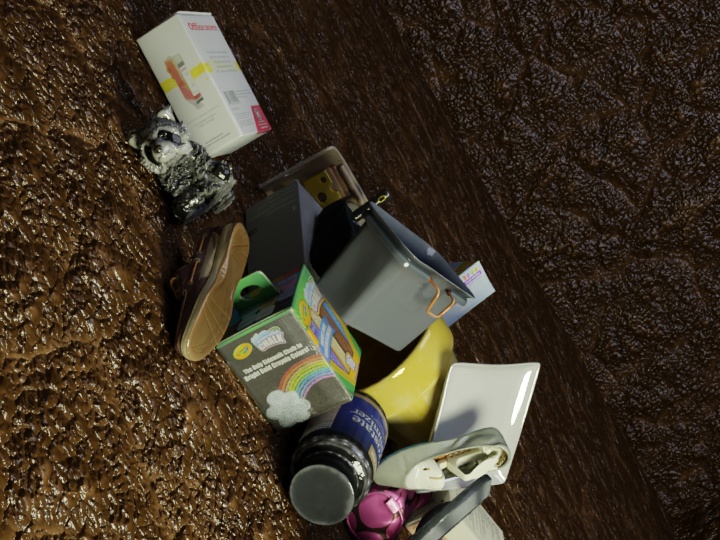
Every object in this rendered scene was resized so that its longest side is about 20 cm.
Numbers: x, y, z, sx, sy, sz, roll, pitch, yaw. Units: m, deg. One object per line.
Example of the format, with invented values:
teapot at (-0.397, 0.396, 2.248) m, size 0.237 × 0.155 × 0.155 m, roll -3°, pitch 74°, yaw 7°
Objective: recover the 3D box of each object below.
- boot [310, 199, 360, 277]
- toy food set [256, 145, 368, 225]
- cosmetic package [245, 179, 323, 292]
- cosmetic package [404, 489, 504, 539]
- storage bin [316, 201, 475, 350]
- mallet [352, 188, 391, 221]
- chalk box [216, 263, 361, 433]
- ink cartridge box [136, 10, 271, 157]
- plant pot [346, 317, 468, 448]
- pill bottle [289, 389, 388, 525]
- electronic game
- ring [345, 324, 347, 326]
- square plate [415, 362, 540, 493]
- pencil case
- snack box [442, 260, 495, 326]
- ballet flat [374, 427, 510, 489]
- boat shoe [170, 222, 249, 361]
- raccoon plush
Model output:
boot at (-0.001, 0.001, 1.572) m, size 0.163 × 0.073 × 0.199 m, roll 55°, pitch 16°, yaw -25°
toy food set at (-0.058, -0.085, 1.743) m, size 0.201 × 0.142 × 0.061 m, roll 59°, pitch 15°, yaw -15°
cosmetic package at (-0.106, -0.022, 1.590) m, size 0.090 × 0.106 × 0.201 m, roll 48°, pitch 22°, yaw -37°
cosmetic package at (0.154, 0.419, 1.745) m, size 0.201 × 0.087 × 0.104 m, roll 52°, pitch 20°, yaw -29°
storage bin at (0.046, 0.026, 1.455) m, size 0.199 × 0.134 × 0.146 m, roll 30°, pitch 17°, yaw -52°
mallet at (-0.042, -0.072, 1.708) m, size 0.066 × 0.200 × 0.041 m, roll 47°, pitch 1°, yaw -17°
chalk box at (-0.103, 0.085, 1.419) m, size 0.201 × 0.124 × 0.124 m, roll 58°, pitch 19°, yaw -20°
ink cartridge box at (-0.232, -0.278, 1.618) m, size 0.202 × 0.083 × 0.145 m, roll 63°, pitch 17°, yaw -3°
plant pot at (0.073, 0.170, 1.611) m, size 0.189 × 0.199 × 0.202 m, roll 51°, pitch 21°, yaw -27°
pill bottle at (-0.030, 0.247, 1.422) m, size 0.113 × 0.111 × 0.200 m, roll 60°, pitch 18°, yaw -11°
electronic game at (0.109, 0.358, 1.528) m, size 0.042 × 0.200 × 0.200 m, roll 48°, pitch 14°, yaw 14°
ring at (0.020, 0.158, 1.701) m, size 0.198 × 0.019 × 0.203 m, roll 14°, pitch 64°, yaw -30°
square plate at (0.168, 0.224, 1.577) m, size 0.198 × 0.201 × 0.028 m, roll 4°, pitch 16°, yaw -42°
pencil case at (0.049, 0.331, 1.562) m, size 0.092 × 0.093 × 0.200 m, roll 64°, pitch 18°, yaw 2°
snack box at (0.113, 0.055, 1.860) m, size 0.068 × 0.168 × 0.200 m, roll 59°, pitch -21°, yaw -12°
ballet flat at (0.116, 0.267, 1.482) m, size 0.064 × 0.198 × 0.068 m, roll -124°, pitch -153°, yaw -47°
boat shoe at (-0.199, 0.023, 1.334) m, size 0.072 × 0.071 × 0.202 m, roll 68°, pitch 30°, yaw -50°
raccoon plush at (-0.245, -0.137, 1.452) m, size 0.134 × 0.096 × 0.200 m, roll 51°, pitch -12°, yaw 2°
